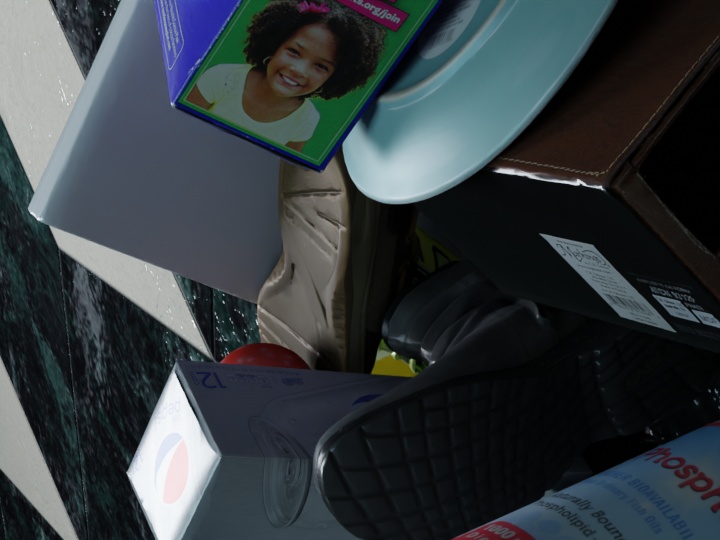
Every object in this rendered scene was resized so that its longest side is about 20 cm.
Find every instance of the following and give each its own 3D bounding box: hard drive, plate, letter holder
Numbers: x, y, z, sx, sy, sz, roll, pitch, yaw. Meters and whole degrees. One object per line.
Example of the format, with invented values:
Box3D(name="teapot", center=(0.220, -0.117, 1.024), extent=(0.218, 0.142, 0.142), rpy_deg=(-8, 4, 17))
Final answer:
Box3D(name="hard drive", center=(-0.058, -0.095, 0.915), extent=(0.026, 0.131, 0.201), rpy_deg=(33, 100, 55))
Box3D(name="plate", center=(0.045, -0.120, 0.748), extent=(0.025, 0.201, 0.200), rpy_deg=(29, 173, -25))
Box3D(name="letter holder", center=(0.113, -0.062, 0.742), extent=(0.101, 0.142, 0.200), rpy_deg=(43, 169, -23))

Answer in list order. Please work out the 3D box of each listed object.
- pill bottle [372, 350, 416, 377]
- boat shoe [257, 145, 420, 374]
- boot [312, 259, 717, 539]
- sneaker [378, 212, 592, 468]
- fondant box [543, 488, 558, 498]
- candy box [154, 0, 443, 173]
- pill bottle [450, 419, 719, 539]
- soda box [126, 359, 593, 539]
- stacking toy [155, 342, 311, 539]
Box3D(name="pill bottle", center=(0.026, 0.108, 1.050), extent=(0.200, 0.112, 0.113), rpy_deg=(56, 154, 30))
Box3D(name="boat shoe", center=(0.000, 0.000, 0.917), extent=(0.072, 0.072, 0.201), rpy_deg=(44, 147, 32))
Box3D(name="boot", center=(0.044, 0.047, 0.843), extent=(0.131, 0.199, 0.070), rpy_deg=(27, 130, 54))
Box3D(name="sneaker", center=(0.047, 0.037, 0.987), extent=(0.201, 0.076, 0.075), rpy_deg=(60, 155, 17))
Box3D(name="fondant box", center=(0.144, 0.198, 0.843), extent=(0.200, 0.058, 0.145), rpy_deg=(28, 147, 42))
Box3D(name="candy box", center=(-0.004, -0.171, 0.755), extent=(0.200, 0.077, 0.170), rpy_deg=(-54, 30, 29))
Box3D(name="pill bottle", center=(0.122, 0.119, 0.715), extent=(0.109, 0.199, 0.109), rpy_deg=(49, 151, 40))
Box3D(name="soda box", center=(0.002, 0.090, 0.873), extent=(0.069, 0.199, 0.064), rpy_deg=(-63, 38, 28))
Box3D(name="stacking toy", center=(-0.056, 0.101, 0.968), extent=(0.086, 0.085, 0.200), rpy_deg=(60, 159, 23))
